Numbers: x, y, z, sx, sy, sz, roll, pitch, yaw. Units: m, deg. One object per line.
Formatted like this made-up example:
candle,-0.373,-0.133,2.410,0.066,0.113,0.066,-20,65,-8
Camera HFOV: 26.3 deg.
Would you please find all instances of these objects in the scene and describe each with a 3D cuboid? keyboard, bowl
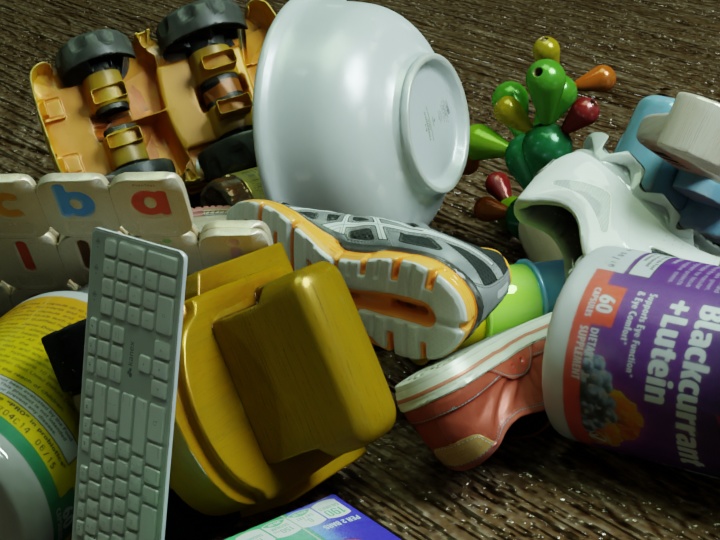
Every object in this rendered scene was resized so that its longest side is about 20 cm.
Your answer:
keyboard,-0.103,0.084,0.668,0.056,0.201,0.011,17,17,42
bowl,0.015,-0.098,1.068,0.090,0.202,0.201,-1,21,30

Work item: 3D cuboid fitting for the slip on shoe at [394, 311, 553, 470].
slip on shoe,0.086,0.065,0.880,0.074,0.061,0.200,-27,-3,30

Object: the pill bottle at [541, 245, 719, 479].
pill bottle,0.206,0.057,0.809,0.200,0.112,0.111,12,27,31

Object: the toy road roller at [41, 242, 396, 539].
toy road roller,-0.041,0.051,0.752,0.146,0.123,0.200,-21,1,30

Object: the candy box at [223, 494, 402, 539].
candy box,-0.018,0.180,0.586,0.169,0.077,0.200,-18,29,-33

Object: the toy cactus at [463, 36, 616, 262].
toy cactus,0.131,-0.059,1.079,0.102,0.200,0.165,-4,62,-17

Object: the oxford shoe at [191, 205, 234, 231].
oxford shoe,-0.137,0.015,1.010,0.200,0.071,0.075,-21,30,-15

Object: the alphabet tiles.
alphabet tiles,-0.145,0.005,0.887,0.199,0.196,0.015,0,54,6

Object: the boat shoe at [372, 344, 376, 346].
boat shoe,-0.009,0.009,1.005,0.201,0.065,0.074,-8,23,-11

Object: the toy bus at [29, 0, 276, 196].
toy bus,-0.155,-0.112,1.229,0.200,0.136,0.192,-18,-7,-15

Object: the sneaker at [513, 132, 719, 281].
sneaker,0.172,0.010,0.935,0.088,0.074,0.200,-32,62,-22

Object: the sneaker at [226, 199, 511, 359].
sneaker,0.000,0.000,0.914,0.200,0.078,0.077,20,31,36

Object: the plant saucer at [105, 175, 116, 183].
plant saucer,-0.250,-0.011,1.029,0.200,0.035,0.200,-24,2,1

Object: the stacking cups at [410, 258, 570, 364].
stacking cups,0.124,0.021,0.986,0.200,0.061,0.061,-5,22,-20

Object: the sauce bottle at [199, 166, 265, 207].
sauce bottle,-0.023,-0.061,1.173,0.200,0.066,0.066,-17,27,-30

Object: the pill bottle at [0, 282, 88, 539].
pill bottle,-0.164,0.078,0.796,0.113,0.113,0.200,6,24,19

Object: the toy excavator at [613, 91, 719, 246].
toy excavator,0.214,-0.071,1.012,0.200,0.100,0.194,21,2,-39
